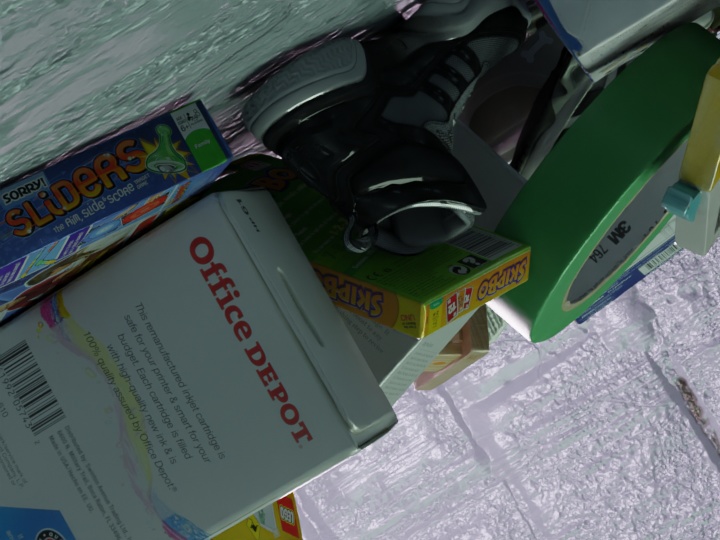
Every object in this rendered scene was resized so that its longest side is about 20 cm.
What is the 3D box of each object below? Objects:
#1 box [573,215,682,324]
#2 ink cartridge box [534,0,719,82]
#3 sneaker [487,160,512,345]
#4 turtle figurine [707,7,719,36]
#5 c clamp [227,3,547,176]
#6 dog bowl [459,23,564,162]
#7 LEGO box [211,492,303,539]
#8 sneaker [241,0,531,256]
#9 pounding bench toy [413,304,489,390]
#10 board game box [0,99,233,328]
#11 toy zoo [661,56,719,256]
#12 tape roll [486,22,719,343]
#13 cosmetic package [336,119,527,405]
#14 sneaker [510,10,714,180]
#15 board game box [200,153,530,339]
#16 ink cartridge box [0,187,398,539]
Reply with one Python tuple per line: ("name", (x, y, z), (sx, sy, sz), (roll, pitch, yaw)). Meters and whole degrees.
("box", (0.167, -0.023, 1.244), (0.121, 0.032, 0.200), (-37, 161, 10))
("ink cartridge box", (0.160, -0.169, 0.979), (0.136, 0.076, 0.200), (-31, 175, 10))
("sneaker", (0.099, -0.049, 1.321), (0.201, 0.073, 0.114), (-54, -150, 21))
("turtle figurine", (0.266, -0.195, 1.282), (0.100, 0.150, 0.200), (18, 157, -19))
("c clamp", (0.033, -0.108, 1.127), (0.200, 0.027, 0.171), (-33, 175, 28))
("dog bowl", (0.115, -0.125, 1.296), (0.200, 0.059, 0.200), (-31, 175, -3))
("LEGO box", (-0.114, 0.119, 1.099), (0.077, 0.149, 0.200), (-20, 154, 15))
("sneaker", (0.036, -0.074, 0.947), (0.200, 0.114, 0.075), (-27, 175, -41))
("pounding bench toy", (0.000, 0.000, 1.208), (0.156, 0.125, 0.200), (1, 165, -17))
("board game box", (-0.153, -0.010, 0.905), (0.135, 0.035, 0.200), (-28, 175, -27))
("toy zoo", (0.216, -0.097, 0.981), (0.200, 0.020, 0.131), (-51, 156, -33))
("tape roll", (0.147, -0.048, 1.042), (0.200, 0.048, 0.201), (-46, 166, -15))
("cosmetic package", (0.015, 0.004, 1.092), (0.200, 0.101, 0.071), (-48, 165, 6))
("sneaker", (0.155, -0.098, 1.153), (0.074, 0.088, 0.200), (-74, -171, -57))
("board game box", (-0.016, -0.019, 0.990), (0.095, 0.200, 0.030), (-26, 129, -45))
("ink cartridge box", (-0.102, 0.068, 0.924), (0.200, 0.145, 0.085), (-31, 175, 17))
